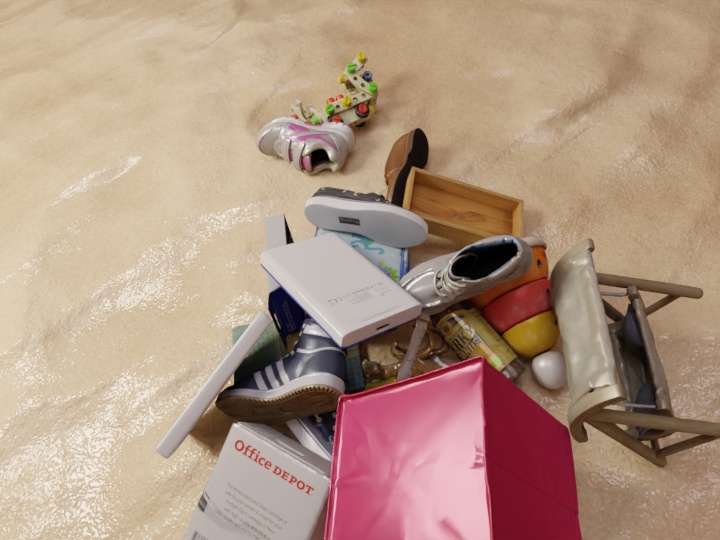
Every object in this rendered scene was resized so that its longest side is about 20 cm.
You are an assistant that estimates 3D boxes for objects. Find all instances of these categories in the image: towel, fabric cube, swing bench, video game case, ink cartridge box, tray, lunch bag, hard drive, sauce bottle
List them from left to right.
[{"bbox_3d":[-0.187,0.142,0.757,0.023,0.182,0.201,38,79,-5],"label":"video game case"},{"bbox_3d":[-0.116,0.302,0.661,0.144,0.086,0.203,21,82,23],"label":"ink cartridge box"},{"bbox_3d":[-0.117,0.013,0.880,0.038,0.101,0.202,-12,45,1],"label":"ink cartridge box"},{"bbox_3d":[-0.096,0.134,0.858,0.195,0.022,0.149,-11,55,0],"label":"towel"},{"bbox_3d":[-0.030,0.018,0.760,0.130,0.026,0.199,-17,41,-34],"label":"hard drive"},{"bbox_3d":[0.000,0.000,0.883,0.157,0.083,0.203,2,48,6],"label":"lunch bag"},{"bbox_3d":[0.098,0.238,0.593,0.194,0.199,0.203,-23,45,35],"label":"fabric cube"},{"bbox_3d":[0.142,0.080,0.795,0.064,0.065,0.201,-36,71,-16],"label":"sauce bottle"},{"bbox_3d":[0.166,-0.093,0.921,0.196,0.037,0.100,16,56,-6],"label":"tray"},{"bbox_3d":[0.318,0.102,0.686,0.196,0.130,0.202,19,53,-16],"label":"swing bench"}]

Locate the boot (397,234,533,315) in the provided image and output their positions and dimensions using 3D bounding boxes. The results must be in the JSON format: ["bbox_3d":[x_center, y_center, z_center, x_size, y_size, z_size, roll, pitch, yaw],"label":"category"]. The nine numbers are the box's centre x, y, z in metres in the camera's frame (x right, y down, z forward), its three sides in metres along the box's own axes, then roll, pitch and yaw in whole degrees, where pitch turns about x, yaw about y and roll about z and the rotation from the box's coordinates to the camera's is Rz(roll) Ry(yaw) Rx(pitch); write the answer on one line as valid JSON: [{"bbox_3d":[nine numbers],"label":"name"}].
[{"bbox_3d":[0.120,0.003,0.727,0.197,0.095,0.075,-25,75,19],"label":"boot"}]

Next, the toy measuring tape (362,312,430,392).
[{"bbox_3d":[0.039,0.150,0.767,0.072,0.073,0.204,16,87,21],"label":"toy measuring tape"}]

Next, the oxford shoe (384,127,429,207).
[{"bbox_3d":[0.071,-0.163,1.022,0.070,0.071,0.203,-12,48,37],"label":"oxford shoe"}]

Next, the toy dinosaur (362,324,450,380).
[{"bbox_3d":[0.103,0.138,0.807,0.196,0.060,0.109,6,80,19],"label":"toy dinosaur"}]

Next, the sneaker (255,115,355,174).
[{"bbox_3d":[-0.112,-0.235,1.085,0.195,0.082,0.090,3,53,14],"label":"sneaker"}]

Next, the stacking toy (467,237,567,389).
[{"bbox_3d":[0.234,0.069,0.800,0.144,0.147,0.203,-22,72,-6],"label":"stacking toy"}]

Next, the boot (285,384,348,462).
[{"bbox_3d":[-0.039,0.197,0.752,0.090,0.073,0.200,-46,66,-4],"label":"boot"}]

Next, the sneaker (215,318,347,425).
[{"bbox_3d":[-0.096,0.131,0.734,0.197,0.070,0.110,-16,43,29],"label":"sneaker"}]

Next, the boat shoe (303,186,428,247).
[{"bbox_3d":[0.012,-0.090,0.872,0.196,0.071,0.067,9,48,17],"label":"boat shoe"}]

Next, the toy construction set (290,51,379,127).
[{"bbox_3d":[-0.046,-0.340,1.140,0.198,0.092,0.133,-31,79,-3],"label":"toy construction set"}]
